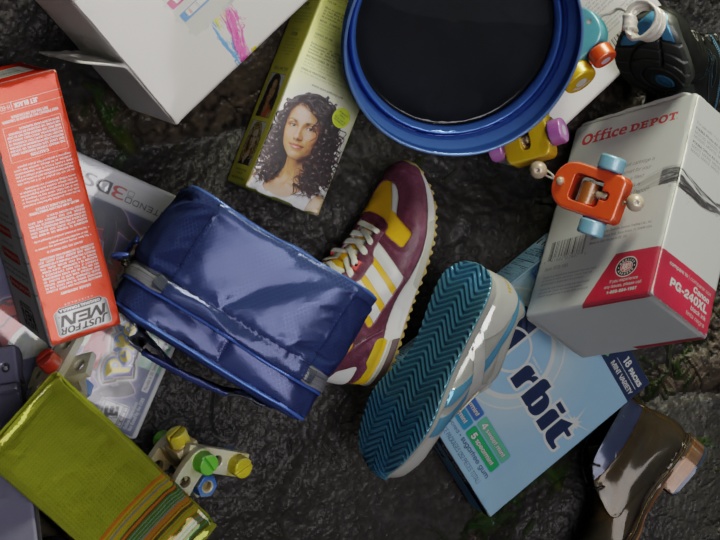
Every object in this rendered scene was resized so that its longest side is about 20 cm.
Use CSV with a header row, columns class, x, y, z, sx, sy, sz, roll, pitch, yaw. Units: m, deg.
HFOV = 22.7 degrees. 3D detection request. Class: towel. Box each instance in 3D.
class,x,y,z,sx,sy,sz,roll,pitch,yaw
towel,-0.196,0.169,1.366,0.086,0.018,0.200,-50,125,-14

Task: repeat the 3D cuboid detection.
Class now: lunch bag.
class,x,y,z,sx,sy,sz,roll,pitch,yaw
lunch bag,-0.105,0.029,1.410,0.200,0.136,0.133,31,85,-8

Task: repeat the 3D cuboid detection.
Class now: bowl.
class,x,y,z,sx,sy,sz,roll,pitch,yaw
bowl,0.081,-0.193,1.457,0.200,0.039,0.201,-5,116,-9

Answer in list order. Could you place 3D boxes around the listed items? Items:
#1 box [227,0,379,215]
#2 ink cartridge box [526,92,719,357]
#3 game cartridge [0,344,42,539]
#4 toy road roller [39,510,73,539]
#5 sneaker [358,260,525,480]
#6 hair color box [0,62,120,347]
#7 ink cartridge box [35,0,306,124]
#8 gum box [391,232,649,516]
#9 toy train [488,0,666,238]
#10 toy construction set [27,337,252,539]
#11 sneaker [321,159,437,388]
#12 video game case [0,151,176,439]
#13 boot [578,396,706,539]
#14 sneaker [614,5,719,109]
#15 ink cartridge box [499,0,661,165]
class,x,y,z,sx,sy,sz,roll,pitch,yaw
box,-0.037,-0.152,1.491,0.075,0.050,0.201,20,90,-27
ink cartridge box,0.241,-0.038,1.547,0.083,0.145,0.200,34,61,-31
game cartridge,-0.312,0.164,1.360,0.129,0.038,0.201,-9,72,-4
toy road roller,-0.274,0.292,1.428,0.200,0.123,0.146,-45,125,-12
sneaker,0.073,0.093,1.523,0.081,0.076,0.200,26,98,-49
hair color box,-0.247,-0.052,1.362,0.061,0.101,0.201,-18,107,-21
ink cartridge box,-0.148,-0.213,1.386,0.200,0.128,0.125,-45,114,-10
gum box,0.143,0.093,1.620,0.200,0.045,0.170,-38,111,-13
toy train,0.192,-0.132,1.516,0.056,0.150,0.201,14,91,-63
toy construction set,-0.191,0.145,1.423,0.200,0.092,0.131,43,77,-25
sneaker,0.000,0.000,1.521,0.090,0.075,0.201,11,94,-31
video game case,-0.224,0.015,1.451,0.182,0.023,0.201,24,89,-26
boot,0.225,0.209,1.677,0.097,0.075,0.200,44,80,-7
sneaker,0.278,-0.189,1.586,0.082,0.073,0.200,-62,156,-12
ink cartridge box,0.155,-0.221,1.567,0.200,0.045,0.176,-43,115,-12
